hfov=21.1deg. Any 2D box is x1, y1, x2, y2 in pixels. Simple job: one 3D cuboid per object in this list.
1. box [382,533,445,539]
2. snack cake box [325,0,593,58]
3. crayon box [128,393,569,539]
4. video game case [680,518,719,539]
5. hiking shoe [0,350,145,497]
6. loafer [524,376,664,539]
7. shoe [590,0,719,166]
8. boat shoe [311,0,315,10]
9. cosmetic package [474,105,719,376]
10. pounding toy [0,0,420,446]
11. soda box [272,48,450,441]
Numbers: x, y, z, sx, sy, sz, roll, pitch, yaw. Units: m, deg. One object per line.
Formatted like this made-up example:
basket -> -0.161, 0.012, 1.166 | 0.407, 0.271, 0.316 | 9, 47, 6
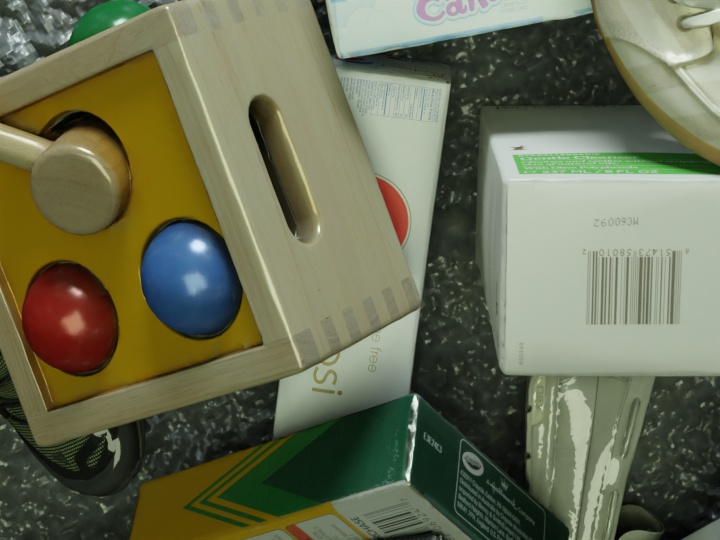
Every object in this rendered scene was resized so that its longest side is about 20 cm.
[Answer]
box -> -0.022, 0.193, 0.910 | 0.199, 0.044, 0.160 | -12, 138, 25
snack cake box -> 0.083, -0.148, 0.860 | 0.199, 0.115, 0.067 | -10, 102, 5
crayon box -> -0.019, 0.134, 0.912 | 0.200, 0.052, 0.126 | -21, 133, 32
video game case -> 0.220, 0.194, 0.951 | 0.182, 0.023, 0.200 | -29, 117, 2
hiking shoe -> -0.180, 0.032, 0.912 | 0.076, 0.101, 0.200 | -30, 97, 30
loafer -> 0.114, 0.133, 0.949 | 0.069, 0.070, 0.201 | 1, 105, 5
shoe -> 0.118, -0.131, 0.758 | 0.070, 0.053, 0.201 | -24, 76, -3
boat shoe -> -0.054, -0.155, 0.885 | 0.068, 0.072, 0.201 | 2, 103, 0
cosmetic package -> 0.106, -0.018, 0.847 | 0.107, 0.200, 0.085 | -1, 104, 0
pounding toy -> -0.113, -0.037, 0.839 | 0.184, 0.142, 0.201 | -18, 95, 34
soda box -> 0.000, 0.000, 0.922 | 0.063, 0.068, 0.201 | 8, 103, 1
